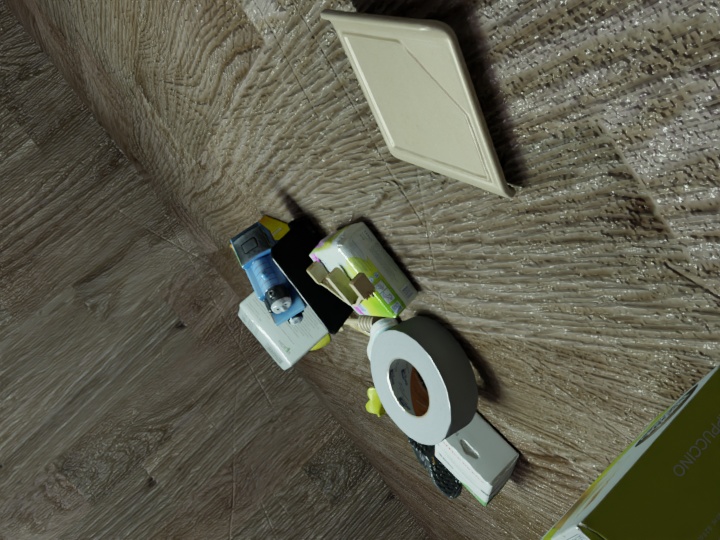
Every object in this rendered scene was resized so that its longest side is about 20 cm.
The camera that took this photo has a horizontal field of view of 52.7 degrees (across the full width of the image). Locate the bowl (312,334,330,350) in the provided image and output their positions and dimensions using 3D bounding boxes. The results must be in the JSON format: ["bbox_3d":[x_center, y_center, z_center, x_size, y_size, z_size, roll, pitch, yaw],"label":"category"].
[{"bbox_3d":[-0.188,0.160,2.069,0.200,0.107,0.201,46,165,15],"label":"bowl"}]

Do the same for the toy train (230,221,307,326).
[{"bbox_3d":[-0.169,0.010,1.376,0.202,0.086,0.114,63,-170,24],"label":"toy train"}]

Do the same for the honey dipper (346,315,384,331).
[{"bbox_3d":[-0.026,0.104,1.493,0.198,0.038,0.038,-2,129,52],"label":"honey dipper"}]

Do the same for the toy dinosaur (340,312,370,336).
[{"bbox_3d":[-0.030,0.099,1.558,0.200,0.058,0.101,47,164,13],"label":"toy dinosaur"}]

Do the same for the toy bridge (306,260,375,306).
[{"bbox_3d":[-0.024,0.026,1.158,0.067,0.027,0.199,52,165,-22],"label":"toy bridge"}]

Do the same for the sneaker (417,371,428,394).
[{"bbox_3d":[0.122,0.201,1.332,0.098,0.071,0.201,44,166,11],"label":"sneaker"}]

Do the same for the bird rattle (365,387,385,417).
[{"bbox_3d":[0.111,0.282,1.590,0.163,0.113,0.199,42,155,-19],"label":"bird rattle"}]

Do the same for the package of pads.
[{"bbox_3d":[0.000,0.000,1.210,0.155,0.068,0.200,51,164,-10],"label":"package of pads"}]

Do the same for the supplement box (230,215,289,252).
[{"bbox_3d":[-0.188,-0.033,1.594,0.110,0.109,0.199,56,164,-25],"label":"supplement box"}]

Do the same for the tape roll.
[{"bbox_3d":[0.102,0.182,1.207,0.199,0.065,0.203,32,132,44],"label":"tape roll"}]

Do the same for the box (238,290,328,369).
[{"bbox_3d":[-0.184,0.117,1.825,0.201,0.171,0.199,50,165,1],"label":"box"}]

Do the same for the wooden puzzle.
[{"bbox_3d":[0.060,-0.167,0.704,0.184,0.037,0.201,31,161,50],"label":"wooden puzzle"}]

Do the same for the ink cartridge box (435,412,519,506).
[{"bbox_3d":[0.219,0.354,1.395,0.146,0.084,0.201,43,163,23],"label":"ink cartridge box"}]

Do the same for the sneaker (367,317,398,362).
[{"bbox_3d":[0.055,0.170,1.407,0.201,0.073,0.083,77,175,-61],"label":"sneaker"}]

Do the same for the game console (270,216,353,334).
[{"bbox_3d":[-0.096,0.009,1.418,0.201,0.116,0.175,54,164,-12],"label":"game console"}]

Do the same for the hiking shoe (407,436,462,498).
[{"bbox_3d":[0.190,0.481,1.841,0.202,0.075,0.101,57,175,8],"label":"hiking shoe"}]

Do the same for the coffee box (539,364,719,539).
[{"bbox_3d":[0.308,0.246,0.649,0.200,0.199,0.199,44,164,21],"label":"coffee box"}]
